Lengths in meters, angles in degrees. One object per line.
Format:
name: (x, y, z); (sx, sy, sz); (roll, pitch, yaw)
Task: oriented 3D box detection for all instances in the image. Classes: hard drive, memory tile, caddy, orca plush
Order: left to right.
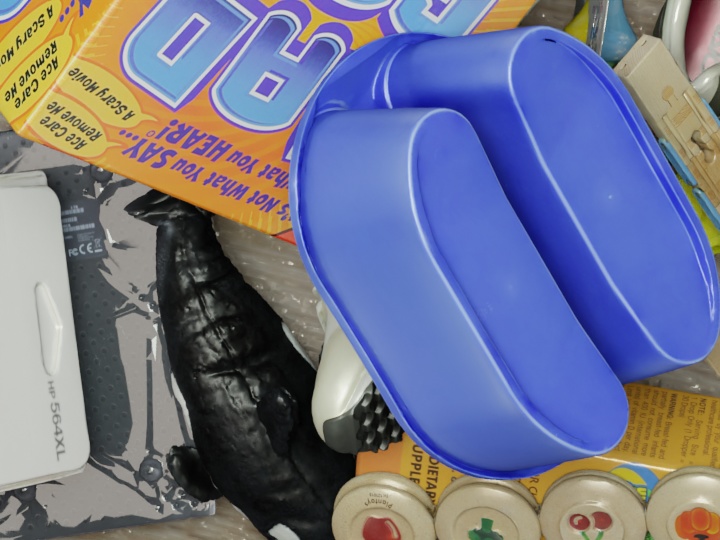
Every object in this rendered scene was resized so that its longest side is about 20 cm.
hard drive: (-0.141, 0.028, 1.279); (0.135, 0.042, 0.200); (-9, 91, 10)
orca plush: (-0.039, 0.048, 1.227); (0.105, 0.071, 0.200); (-13, 97, -25)
caddy: (0.056, -0.008, 1.086); (0.141, 0.105, 0.200); (-40, 108, -32)
memory tile: (0.092, 0.159, 1.217); (0.200, 0.017, 0.153); (-3, 120, 15)

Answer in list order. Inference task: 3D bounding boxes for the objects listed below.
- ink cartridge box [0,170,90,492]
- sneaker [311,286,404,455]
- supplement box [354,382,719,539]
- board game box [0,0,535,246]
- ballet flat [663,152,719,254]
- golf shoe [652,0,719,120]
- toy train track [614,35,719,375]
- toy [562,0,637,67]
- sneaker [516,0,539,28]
ink cartridge box: (-0.239, 0.037, 1.242); (0.200, 0.084, 0.146); (-8, 90, 32)
sneaker: (0.000, -0.001, 1.207); (0.093, 0.070, 0.200); (13, 53, 17)
supplement box: (0.100, 0.091, 1.222); (0.200, 0.069, 0.067); (8, 123, 7)
board game box: (-0.063, -0.161, 1.133); (0.200, 0.200, 0.200); (-53, 49, 14)
ballet flat: (0.105, 0.028, 1.194); (0.067, 0.067, 0.200); (50, 61, -12)
golf shoe: (0.188, -0.161, 1.198); (0.077, 0.088, 0.200); (18, 93, 10)
toy train track: (0.164, -0.032, 1.182); (0.115, 0.033, 0.200); (-49, 127, -13)
toy: (0.132, -0.177, 1.196); (0.047, 0.115, 0.200); (13, 93, -4)
sneaker: (0.066, -0.178, 1.234); (0.080, 0.070, 0.200); (17, 97, -8)
